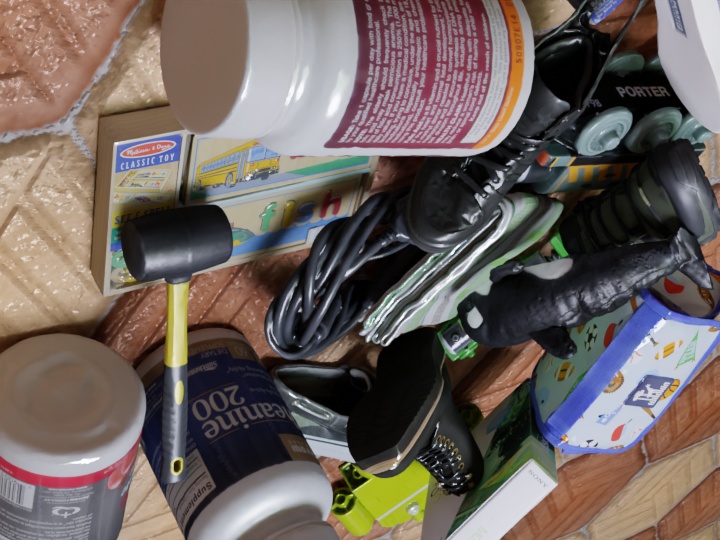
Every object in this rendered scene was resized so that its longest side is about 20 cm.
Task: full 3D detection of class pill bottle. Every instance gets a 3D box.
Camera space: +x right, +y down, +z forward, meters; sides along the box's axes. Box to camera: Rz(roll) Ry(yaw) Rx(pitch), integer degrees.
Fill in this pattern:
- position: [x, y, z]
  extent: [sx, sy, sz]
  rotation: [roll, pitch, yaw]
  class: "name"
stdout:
- position: [-0.088, 0.149, 0.846]
  extent: [0.110, 0.201, 0.112]
  rotation: [-23, 145, -17]
  class: "pill bottle"
- position: [-0.217, 0.150, 0.815]
  extent: [0.110, 0.111, 0.201]
  rotation: [-11, 140, -31]
  class: "pill bottle"
- position: [-0.006, -0.123, 0.663]
  extent: [0.198, 0.115, 0.115]
  rotation: [-4, 136, -39]
  class: "pill bottle"

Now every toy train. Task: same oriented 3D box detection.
- position: [0.191, -0.107, 0.891]
  extent: [0.198, 0.086, 0.114]
  rotation: [-8, 147, -35]
  class: "toy train"
- position: [0.145, 0.010, 1.011]
  extent: [0.200, 0.042, 0.056]
  rotation: [-40, 174, 7]
  class: "toy train"

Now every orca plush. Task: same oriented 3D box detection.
- position: [0.163, 0.034, 0.867]
  extent: [0.198, 0.072, 0.105]
  rotation: [-11, 157, 20]
  class: "orca plush"

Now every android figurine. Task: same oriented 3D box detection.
- position: [0.053, 0.203, 1.183]
  extent: [0.181, 0.041, 0.201]
  rotation: [-33, 144, -4]
  class: "android figurine"

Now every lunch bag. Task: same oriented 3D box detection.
- position: [0.241, 0.065, 1.044]
  extent: [0.171, 0.123, 0.200]
  rotation: [-57, 169, 25]
  class: "lunch bag"

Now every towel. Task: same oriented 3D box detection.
- position: [0.088, -0.002, 0.903]
  extent: [0.149, 0.031, 0.200]
  rotation: [-43, 167, 19]
  class: "towel"

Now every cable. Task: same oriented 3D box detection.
- position: [0.000, 0.000, 0.847]
  extent: [0.199, 0.051, 0.163]
  rotation: [-35, 169, -31]
  class: "cable"

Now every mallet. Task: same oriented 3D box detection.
- position: [-0.128, 0.054, 0.746]
  extent: [0.065, 0.041, 0.202]
  rotation: [-4, 117, -35]
  class: "mallet"

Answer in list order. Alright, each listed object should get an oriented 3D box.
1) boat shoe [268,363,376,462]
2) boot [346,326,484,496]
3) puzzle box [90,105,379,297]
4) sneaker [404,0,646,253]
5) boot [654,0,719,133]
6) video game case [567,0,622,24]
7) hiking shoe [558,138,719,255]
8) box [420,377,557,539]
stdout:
- position: [-0.008, 0.119, 0.994]
  extent: [0.199, 0.072, 0.071]
  rotation: [6, 134, -42]
  class: "boat shoe"
- position: [0.059, 0.146, 0.944]
  extent: [0.077, 0.139, 0.200]
  rotation: [-19, -164, 22]
  class: "boot"
- position: [-0.077, -0.058, 0.761]
  extent: [0.198, 0.026, 0.134]
  rotation: [-15, 141, -28]
  class: "puzzle box"
- position: [0.103, -0.101, 0.748]
  extent: [0.200, 0.060, 0.104]
  rotation: [-48, 176, -10]
  class: "sneaker"
- position: [0.245, -0.180, 0.764]
  extent: [0.090, 0.073, 0.200]
  rotation: [-37, 141, -3]
  class: "boot"
- position: [0.174, -0.270, 0.702]
  extent: [0.200, 0.046, 0.181]
  rotation: [-44, 145, 13]
  class: "video game case"
- position: [0.205, -0.033, 0.877]
  extent: [0.100, 0.076, 0.200]
  rotation: [-20, 163, -3]
  class: "hiking shoe"
- position: [0.115, 0.187, 1.047]
  extent: [0.144, 0.036, 0.200]
  rotation: [-47, -174, 15]
  class: "box"
